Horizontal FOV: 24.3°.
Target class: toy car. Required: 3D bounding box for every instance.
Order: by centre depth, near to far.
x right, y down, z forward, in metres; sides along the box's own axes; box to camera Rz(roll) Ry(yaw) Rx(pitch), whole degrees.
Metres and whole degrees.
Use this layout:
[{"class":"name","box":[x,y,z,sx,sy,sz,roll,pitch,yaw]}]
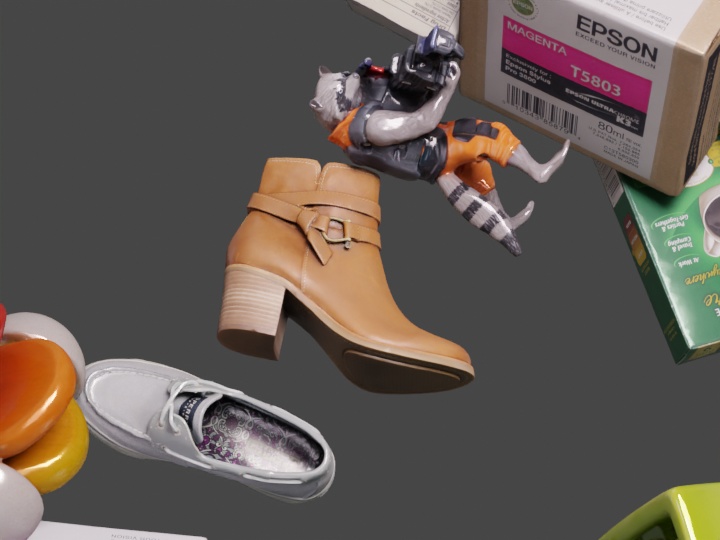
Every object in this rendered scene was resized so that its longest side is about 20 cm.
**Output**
[{"class":"toy car","box":[-0.278,0.080,1.096,0.197,0.151,0.176,7,48,2]}]

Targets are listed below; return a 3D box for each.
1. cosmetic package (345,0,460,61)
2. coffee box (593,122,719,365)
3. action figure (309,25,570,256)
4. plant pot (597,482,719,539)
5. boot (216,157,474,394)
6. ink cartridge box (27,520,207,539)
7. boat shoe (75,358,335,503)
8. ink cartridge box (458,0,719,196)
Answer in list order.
[{"class":"cosmetic package","box":[0.076,-0.277,1.317,0.103,0.073,0.201,29,92,5]},{"class":"coffee box","box":[0.266,-0.036,1.303,0.122,0.044,0.202,-15,70,-15]},{"class":"action figure","box":[0.052,-0.099,1.224,0.192,0.200,0.106,24,79,0]},{"class":"plant pot","box":[0.271,0.251,1.109,0.179,0.200,0.201,-7,68,-19]},{"class":"boot","box":[0.000,0.000,1.236,0.198,0.074,0.156,16,62,-4]},{"class":"ink cartridge box","box":[-0.200,0.237,1.068,0.194,0.044,0.201,7,30,-6]},{"class":"boat shoe","box":[-0.110,0.104,1.174,0.199,0.072,0.071,20,67,2]},{"class":"ink cartridge box","box":[0.172,-0.166,1.237,0.199,0.165,0.075,28,62,20]}]
